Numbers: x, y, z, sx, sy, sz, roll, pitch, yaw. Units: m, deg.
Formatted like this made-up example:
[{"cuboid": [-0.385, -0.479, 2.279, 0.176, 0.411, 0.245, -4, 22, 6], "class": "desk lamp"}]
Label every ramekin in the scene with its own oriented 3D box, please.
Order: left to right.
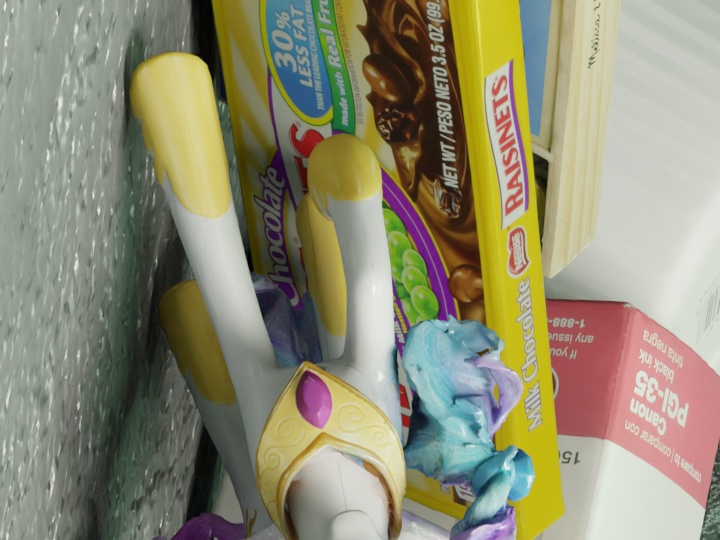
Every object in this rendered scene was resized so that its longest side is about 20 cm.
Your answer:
[{"cuboid": [0.106, -0.020, 0.953, 0.201, 0.097, 0.201, -49, 156, -30], "class": "ramekin"}]

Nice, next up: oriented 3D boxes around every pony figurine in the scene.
[{"cuboid": [-0.012, 0.070, 0.672, 0.193, 0.166, 0.201, 90, -13, -54], "class": "pony figurine"}]

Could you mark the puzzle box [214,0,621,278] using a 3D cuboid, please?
[{"cuboid": [0.013, -0.104, 0.712, 0.025, 0.133, 0.201, -39, 146, -35], "class": "puzzle box"}]

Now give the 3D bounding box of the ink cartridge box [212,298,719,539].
[{"cuboid": [0.024, 0.114, 0.831, 0.083, 0.146, 0.201, 37, 61, -52], "class": "ink cartridge box"}]

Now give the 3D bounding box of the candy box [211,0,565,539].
[{"cuboid": [0.007, -0.019, 0.744, 0.026, 0.102, 0.201, -34, 131, -36], "class": "candy box"}]
